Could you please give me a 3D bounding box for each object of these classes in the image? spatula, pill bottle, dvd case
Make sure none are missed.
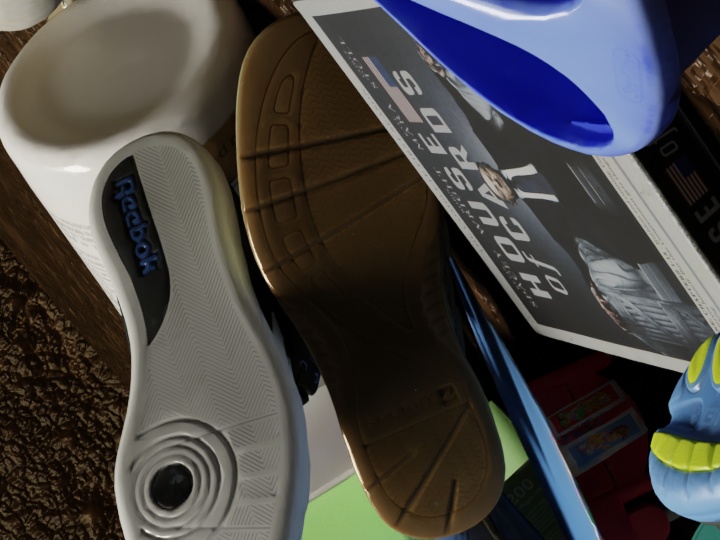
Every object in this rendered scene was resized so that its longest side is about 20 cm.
[{"bbox_3d":[0.043,0.067,0.917,0.201,0.020,0.057,60,171,-7],"label":"spatula"},{"bbox_3d":[-0.064,-0.022,0.994,0.114,0.114,0.201,39,165,46],"label":"pill bottle"},{"bbox_3d":[0.056,-0.035,0.700,0.151,0.025,0.200,53,168,-13],"label":"dvd case"}]

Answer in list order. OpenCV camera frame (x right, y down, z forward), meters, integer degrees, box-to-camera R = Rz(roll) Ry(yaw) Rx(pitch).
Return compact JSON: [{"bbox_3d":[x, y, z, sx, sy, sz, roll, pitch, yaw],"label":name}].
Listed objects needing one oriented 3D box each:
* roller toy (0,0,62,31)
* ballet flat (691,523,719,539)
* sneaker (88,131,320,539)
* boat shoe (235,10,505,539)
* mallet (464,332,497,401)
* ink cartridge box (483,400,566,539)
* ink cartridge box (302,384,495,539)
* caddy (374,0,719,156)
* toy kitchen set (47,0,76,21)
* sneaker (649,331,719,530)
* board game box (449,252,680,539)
[{"bbox_3d":[-0.115,-0.168,0.633,0.182,0.140,0.201,36,162,52],"label":"roller toy"},{"bbox_3d":[0.168,0.112,0.670,0.070,0.068,0.200,28,178,-20],"label":"ballet flat"},{"bbox_3d":[-0.042,0.054,0.853,0.112,0.073,0.201,48,-153,-58],"label":"sneaker"},{"bbox_3d":[0.000,0.000,0.844,0.063,0.073,0.202,-110,6,-76],"label":"boat shoe"},{"bbox_3d":[0.023,0.002,0.947,0.066,0.041,0.200,35,166,47],"label":"mallet"},{"bbox_3d":[0.087,0.129,1.076,0.200,0.048,0.146,40,166,34],"label":"ink cartridge box"},{"bbox_3d":[0.025,0.156,0.959,0.201,0.084,0.146,57,-171,-12],"label":"ink cartridge box"},{"bbox_3d":[0.004,-0.109,0.433,0.200,0.105,0.142,45,169,26],"label":"caddy"},{"bbox_3d":[-0.201,-0.154,0.929,0.164,0.180,0.200,51,167,-1],"label":"toy kitchen set"},{"bbox_3d":[0.147,0.051,0.540,0.082,0.071,0.199,24,173,-22],"label":"sneaker"},{"bbox_3d":[0.091,0.074,0.864,0.200,0.039,0.159,-115,1,-60],"label":"board game box"}]
